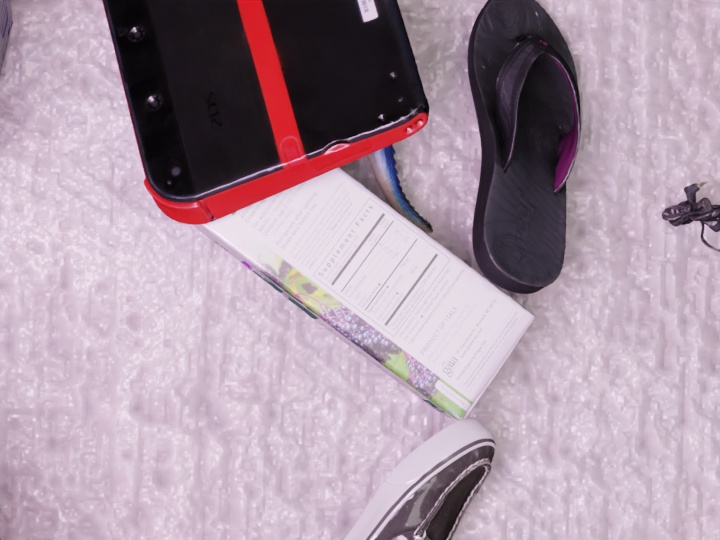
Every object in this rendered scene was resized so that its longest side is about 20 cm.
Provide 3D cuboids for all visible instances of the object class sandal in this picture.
[{"bbox_3d":[0.107,-0.084,1.536,0.075,0.048,0.201,13,63,-27],"label":"sandal"}]

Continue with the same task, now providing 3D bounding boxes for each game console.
[{"bbox_3d":[-0.062,-0.138,1.499,0.176,0.031,0.201,-21,65,10],"label":"game console"}]

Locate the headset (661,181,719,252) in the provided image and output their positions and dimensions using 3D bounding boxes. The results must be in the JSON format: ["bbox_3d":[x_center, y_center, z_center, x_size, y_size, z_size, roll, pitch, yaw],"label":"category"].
[{"bbox_3d":[0.284,0.008,1.585,0.200,0.094,0.124,29,81,-20],"label":"headset"}]

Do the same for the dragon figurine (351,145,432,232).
[{"bbox_3d":[-0.002,-0.119,1.548,0.200,0.059,0.099,44,84,-2],"label":"dragon figurine"}]

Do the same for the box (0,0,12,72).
[{"bbox_3d":[-0.299,-0.126,1.442,0.183,0.200,0.105,12,86,-6],"label":"box"}]

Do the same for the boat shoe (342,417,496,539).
[{"bbox_3d":[0.024,0.181,1.530,0.064,0.071,0.200,39,92,29],"label":"boat shoe"}]

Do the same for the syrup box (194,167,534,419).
[{"bbox_3d":[0.000,0.000,1.535,0.200,0.079,0.082,36,85,-5],"label":"syrup box"}]
